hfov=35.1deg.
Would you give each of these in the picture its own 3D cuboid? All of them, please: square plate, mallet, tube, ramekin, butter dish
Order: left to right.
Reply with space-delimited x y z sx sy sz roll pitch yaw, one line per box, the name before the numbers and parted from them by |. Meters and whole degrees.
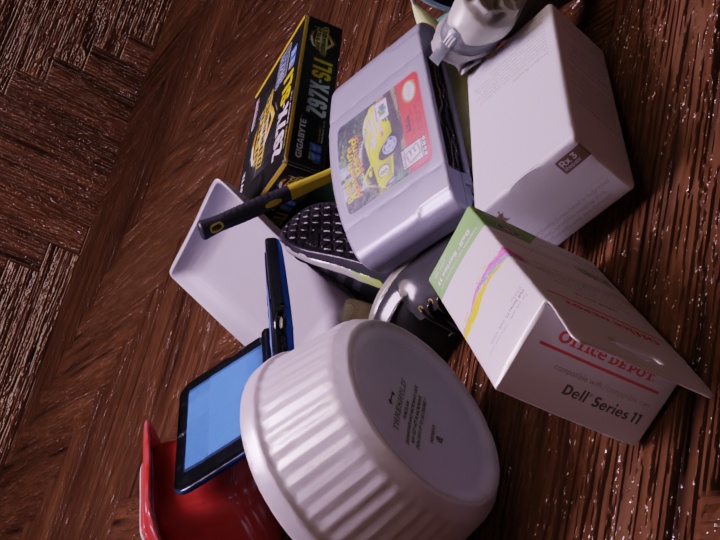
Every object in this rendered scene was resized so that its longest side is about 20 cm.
butter dish | -0.125 0.247 1.114 0.147 0.200 0.200 -19 22 -3
square plate | -0.102 0.016 1.210 0.028 0.200 0.198 -45 -5 -39
mallet | -0.063 -0.085 1.076 0.041 0.199 0.066 41 144 54
ramekin | 0.016 0.127 0.834 0.094 0.202 0.203 -40 32 25
tube | 0.096 -0.161 1.030 0.058 0.052 0.200 95 160 -55

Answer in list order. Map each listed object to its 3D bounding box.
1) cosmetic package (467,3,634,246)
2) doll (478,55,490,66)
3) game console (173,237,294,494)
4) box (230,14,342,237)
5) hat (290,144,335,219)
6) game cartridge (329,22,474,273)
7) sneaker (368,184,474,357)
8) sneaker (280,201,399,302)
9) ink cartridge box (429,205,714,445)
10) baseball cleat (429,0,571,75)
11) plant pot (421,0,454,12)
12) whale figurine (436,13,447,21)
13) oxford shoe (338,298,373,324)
cosmetic package | 0.144 -0.113 0.896 0.102 0.074 0.200 -40 30 32
doll | 0.087 -0.115 1.097 0.200 0.048 0.136 -61 21 -1
game console | -0.122 0.083 1.068 0.200 0.118 0.171 -108 14 -66
box | -0.079 -0.148 1.219 0.160 0.049 0.201 -44 33 52
hat | -0.023 -0.041 1.321 0.166 0.176 0.200 -43 47 -3
game cartridge | 0.029 -0.105 0.999 0.133 0.041 0.201 -37 50 39
sneaker | 0.073 0.027 0.950 0.200 0.075 0.106 -60 23 14
sneaker | 0.000 0.000 1.077 0.072 0.083 0.200 -40 41 -23
ink cartridge box | 0.130 0.041 0.743 0.067 0.117 0.200 -61 22 16
baseball cleat | 0.124 -0.234 0.998 0.200 0.070 0.106 -32 -6 -42
plant pot | 0.100 -0.348 1.128 0.201 0.200 0.188 -64 8 6
whale figurine | 0.042 -0.189 1.182 0.200 0.104 0.159 -60 -8 -10
oxford shoe | -0.027 0.121 1.060 0.200 0.074 0.071 -60 -19 -3
